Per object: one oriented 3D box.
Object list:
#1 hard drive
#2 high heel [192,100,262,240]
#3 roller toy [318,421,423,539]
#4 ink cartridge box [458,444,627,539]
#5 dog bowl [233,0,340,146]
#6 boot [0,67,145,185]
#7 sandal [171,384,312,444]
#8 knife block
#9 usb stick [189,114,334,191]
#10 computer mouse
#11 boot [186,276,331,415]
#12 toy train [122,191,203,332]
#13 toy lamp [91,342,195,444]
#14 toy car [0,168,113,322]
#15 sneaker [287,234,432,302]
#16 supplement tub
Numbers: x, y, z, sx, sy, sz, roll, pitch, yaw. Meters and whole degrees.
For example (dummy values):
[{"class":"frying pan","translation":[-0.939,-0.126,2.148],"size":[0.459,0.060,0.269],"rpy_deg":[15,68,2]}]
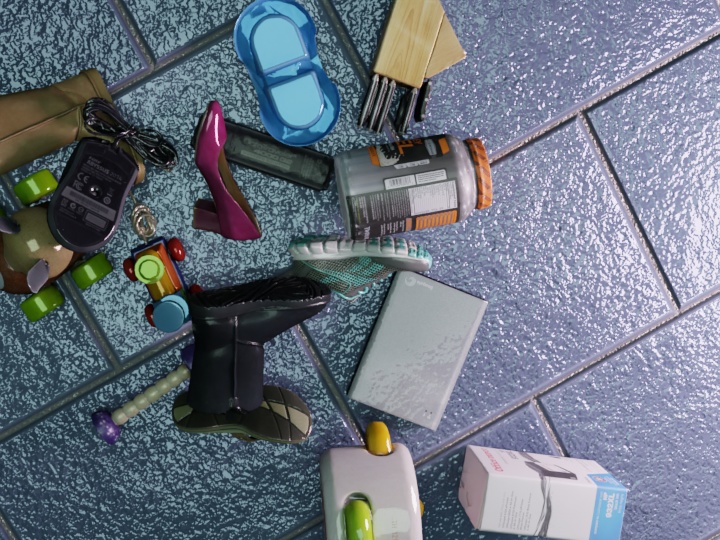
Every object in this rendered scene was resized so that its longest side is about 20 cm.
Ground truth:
[{"class":"hard drive","translation":[0.080,0.109,1.441],"size":[0.139,0.033,0.201],"rpy_deg":[21,94,-7]},{"class":"high heel","translation":[-0.170,-0.131,1.345],"size":[0.095,0.068,0.201],"rpy_deg":[10,130,1]},{"class":"roller toy","translation":[0.018,0.329,1.388],"size":[0.139,0.201,0.183],"rpy_deg":[-4,132,-5]},{"class":"ink cartridge box","translation":[0.252,0.314,1.425],"size":[0.198,0.145,0.084],"rpy_deg":[8,95,-6]},{"class":"dog bowl","translation":[-0.099,-0.267,1.370],"size":[0.111,0.050,0.201],"rpy_deg":[-21,99,-3]},{"class":"boot","translation":[-0.402,-0.157,1.307],"size":[0.199,0.066,0.176],"rpy_deg":[-28,88,-30]},{"class":"sandal","translation":[-0.163,0.203,1.418],"size":[0.199,0.057,0.080],"rpy_deg":[5,59,10]},{"class":"knife block","translation":[0.043,-0.290,1.373],"size":[0.175,0.064,0.201],"rpy_deg":[-28,99,-3]},{"class":"usb stick","translation":[-0.133,-0.161,1.388],"size":[0.199,0.033,0.056],"rpy_deg":[18,88,-7]},{"class":"computer mouse","translation":[-0.329,-0.105,1.279],"size":[0.138,0.053,0.201],"rpy_deg":[33,61,-20]},{"class":"boot","translation":[-0.138,0.103,1.360],"size":[0.199,0.076,0.169],"rpy_deg":[-9,117,-24]},{"class":"toy train","translation":[-0.280,-0.013,1.348],"size":[0.084,0.116,0.201],"rpy_deg":[-24,99,-3]},{"class":"toy lamp","translation":[-0.277,0.162,1.401],"size":[0.199,0.058,0.058],"rpy_deg":[-34,99,-1]},{"class":"toy car","translation":[-0.425,-0.025,1.290],"size":[0.157,0.200,0.165],"rpy_deg":[-33,99,-1]},{"class":"sneaker","translation":[0.000,0.000,1.400],"size":[0.198,0.078,0.092],"rpy_deg":[2,105,10]},{"class":"supplement tub","translation":[0.070,-0.116,1.368],"size":[0.199,0.123,0.123],"rpy_deg":[-10,98,-5]}]
